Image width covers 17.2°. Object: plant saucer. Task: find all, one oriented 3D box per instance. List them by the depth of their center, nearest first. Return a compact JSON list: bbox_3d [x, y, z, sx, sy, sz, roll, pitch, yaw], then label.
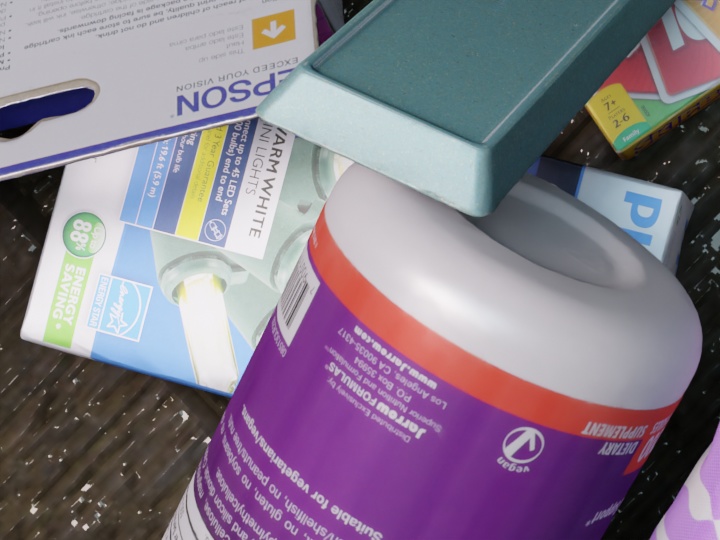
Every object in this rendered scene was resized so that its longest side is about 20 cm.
[{"bbox_3d":[0.043,-0.075,0.700,0.070,0.200,0.019,25,123,13],"label":"plant saucer"}]

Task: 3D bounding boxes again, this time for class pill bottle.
[{"bbox_3d":[0.008,0.072,0.691,0.112,0.112,0.200,31,111,12],"label":"pill bottle"}]

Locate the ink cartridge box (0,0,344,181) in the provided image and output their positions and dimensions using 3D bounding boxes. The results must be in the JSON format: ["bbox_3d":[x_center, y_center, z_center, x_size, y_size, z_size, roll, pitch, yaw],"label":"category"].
[{"bbox_3d":[-0.104,-0.093,0.778,0.196,0.043,0.200,-13,51,10],"label":"ink cartridge box"}]

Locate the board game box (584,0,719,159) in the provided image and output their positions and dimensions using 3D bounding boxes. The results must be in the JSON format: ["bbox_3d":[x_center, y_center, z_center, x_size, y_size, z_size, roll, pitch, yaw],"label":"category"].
[{"bbox_3d":[0.072,-0.146,0.803,0.095,0.030,0.200,-34,78,8],"label":"board game box"}]

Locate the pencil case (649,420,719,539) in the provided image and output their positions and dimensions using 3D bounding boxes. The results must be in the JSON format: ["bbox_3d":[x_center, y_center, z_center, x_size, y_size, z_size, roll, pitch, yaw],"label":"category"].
[{"bbox_3d":[0.110,0.092,0.687,0.086,0.084,0.200,48,118,45],"label":"pencil case"}]

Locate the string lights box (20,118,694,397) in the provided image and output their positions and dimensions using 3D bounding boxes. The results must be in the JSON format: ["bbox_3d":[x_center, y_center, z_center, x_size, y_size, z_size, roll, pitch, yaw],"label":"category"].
[{"bbox_3d":[0.000,0.000,0.789,0.200,0.059,0.103,14,89,12],"label":"string lights box"}]
